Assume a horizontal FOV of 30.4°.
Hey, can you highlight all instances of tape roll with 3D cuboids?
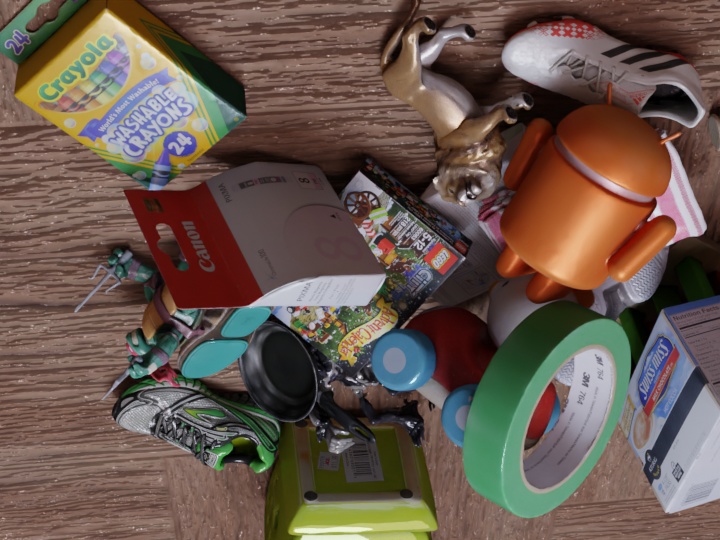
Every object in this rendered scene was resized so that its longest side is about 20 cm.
[{"bbox_3d":[0.175,0.129,1.227,0.200,0.048,0.201,-27,129,-39],"label":"tape roll"}]

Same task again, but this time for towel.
[{"bbox_3d":[0.230,-0.049,1.305,0.199,0.030,0.146,-22,134,17],"label":"towel"}]

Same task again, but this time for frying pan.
[{"bbox_3d":[-0.057,0.109,1.395,0.190,0.031,0.115,7,112,39],"label":"frying pan"}]

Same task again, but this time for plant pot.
[{"bbox_3d":[-0.010,0.284,1.554,0.198,0.200,0.182,0,126,-8],"label":"plant pot"}]

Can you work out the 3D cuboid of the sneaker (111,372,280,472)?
[{"bbox_3d":[-0.182,0.175,1.495,0.199,0.085,0.078,13,130,-18],"label":"sneaker"}]

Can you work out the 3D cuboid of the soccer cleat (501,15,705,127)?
[{"bbox_3d":[0.227,-0.178,1.219,0.199,0.085,0.069,10,131,-18],"label":"soccer cleat"}]

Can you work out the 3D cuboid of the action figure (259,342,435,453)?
[{"bbox_3d":[-0.009,0.132,1.468,0.199,0.102,0.119,16,115,-22],"label":"action figure"}]

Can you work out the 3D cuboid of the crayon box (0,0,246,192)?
[{"bbox_3d":[-0.216,-0.169,1.187,0.126,0.052,0.200,-36,127,24],"label":"crayon box"}]

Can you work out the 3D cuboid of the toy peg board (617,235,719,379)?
[{"bbox_3d":[0.370,0.082,1.479,0.199,0.098,0.200,25,126,-28],"label":"toy peg board"}]

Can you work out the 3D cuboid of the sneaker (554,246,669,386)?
[{"bbox_3d":[0.249,0.026,1.427,0.075,0.114,0.200,33,87,-14],"label":"sneaker"}]

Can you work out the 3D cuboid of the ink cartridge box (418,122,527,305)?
[{"bbox_3d":[0.126,-0.050,1.363,0.200,0.050,0.161,-23,134,30],"label":"ink cartridge box"}]

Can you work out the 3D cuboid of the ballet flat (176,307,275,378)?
[{"bbox_3d":[-0.140,0.048,1.385,0.068,0.067,0.200,6,151,-30],"label":"ballet flat"}]

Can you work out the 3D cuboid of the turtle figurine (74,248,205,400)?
[{"bbox_3d":[-0.200,0.033,1.329,0.101,0.150,0.200,16,124,-49],"label":"turtle figurine"}]

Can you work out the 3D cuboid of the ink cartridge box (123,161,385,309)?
[{"bbox_3d":[-0.096,-0.035,1.218,0.199,0.163,0.057,4,131,-37],"label":"ink cartridge box"}]

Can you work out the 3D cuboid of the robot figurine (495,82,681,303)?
[{"bbox_3d":[0.204,-0.063,1.196,0.116,0.144,0.200,19,116,-23],"label":"robot figurine"}]

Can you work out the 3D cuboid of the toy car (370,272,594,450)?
[{"bbox_3d":[0.145,0.057,1.311,0.200,0.177,0.184,-58,155,13],"label":"toy car"}]

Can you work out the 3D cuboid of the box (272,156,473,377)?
[{"bbox_3d":[0.000,0.000,1.348,0.136,0.038,0.200,39,123,-4],"label":"box"}]

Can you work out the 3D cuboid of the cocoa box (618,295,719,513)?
[{"bbox_3d":[0.368,0.133,1.370,0.133,0.131,0.200,-12,143,-17],"label":"cocoa box"}]

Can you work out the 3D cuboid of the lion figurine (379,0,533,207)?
[{"bbox_3d":[0.075,-0.156,1.226,0.122,0.072,0.200,-30,103,42],"label":"lion figurine"}]

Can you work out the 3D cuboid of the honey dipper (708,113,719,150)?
[{"bbox_3d":[0.445,-0.159,1.307,0.199,0.038,0.038,-14,134,0],"label":"honey dipper"}]
